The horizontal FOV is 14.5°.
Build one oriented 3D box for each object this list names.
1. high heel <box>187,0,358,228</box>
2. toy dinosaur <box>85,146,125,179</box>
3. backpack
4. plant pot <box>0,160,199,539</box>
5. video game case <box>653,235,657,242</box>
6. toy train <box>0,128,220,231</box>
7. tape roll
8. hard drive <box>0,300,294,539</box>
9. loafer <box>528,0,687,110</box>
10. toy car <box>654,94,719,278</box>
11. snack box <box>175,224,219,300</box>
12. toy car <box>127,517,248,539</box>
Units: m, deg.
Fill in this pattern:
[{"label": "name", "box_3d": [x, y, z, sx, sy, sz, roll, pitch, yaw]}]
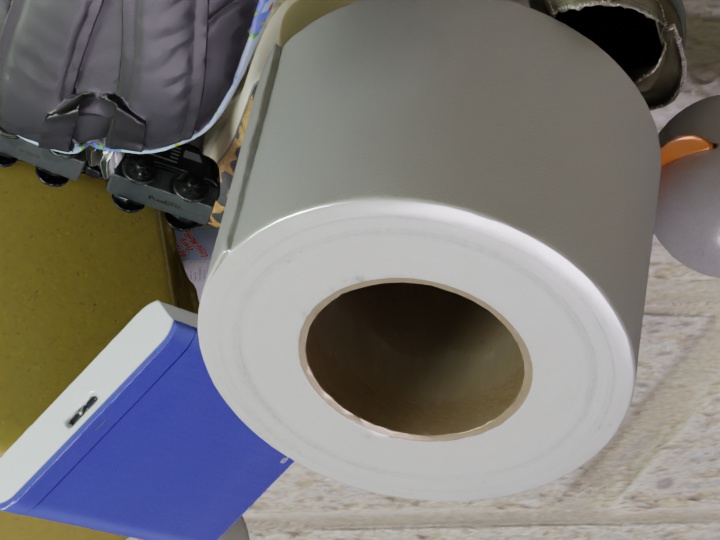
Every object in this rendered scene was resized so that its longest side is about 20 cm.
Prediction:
[{"label": "high heel", "box_3d": [-0.015, -0.070, 1.418, 0.199, 0.072, 0.143, -1, 142, 27]}, {"label": "toy dinosaur", "box_3d": [-0.140, -0.121, 1.295, 0.199, 0.103, 0.136, 1, 150, 45]}, {"label": "backpack", "box_3d": [-0.099, -0.144, 1.164, 0.162, 0.154, 0.201, 3, 114, -9]}, {"label": "plant pot", "box_3d": [-0.186, 0.054, 1.541, 0.199, 0.197, 0.195, -11, 153, 2]}, {"label": "video game case", "box_3d": [0.083, -0.032, 1.631, 0.199, 0.018, 0.143, 9, 152, -31]}, {"label": "toy train", "box_3d": [-0.163, -0.072, 1.396, 0.199, 0.046, 0.034, 19, 139, -7]}, {"label": "tape roll", "box_3d": [0.034, -0.009, 1.301, 0.201, 0.140, 0.203, 6, 138, 6]}, {"label": "hard drive", "box_3d": [-0.094, 0.085, 1.469, 0.132, 0.025, 0.200, -46, 153, 12]}, {"label": "loafer", "box_3d": [0.113, -0.115, 1.352, 0.075, 0.070, 0.200, -10, 158, 16]}, {"label": "toy car", "box_3d": [0.207, -0.031, 1.476, 0.199, 0.186, 0.177, 12, 152, -19]}, {"label": "snack box", "box_3d": [-0.090, -0.031, 1.583, 0.071, 0.024, 0.200, -2, 156, -4]}, {"label": "toy car", "box_3d": [-0.121, 0.142, 1.730, 0.183, 0.201, 0.177, -10, 156, 7]}]
